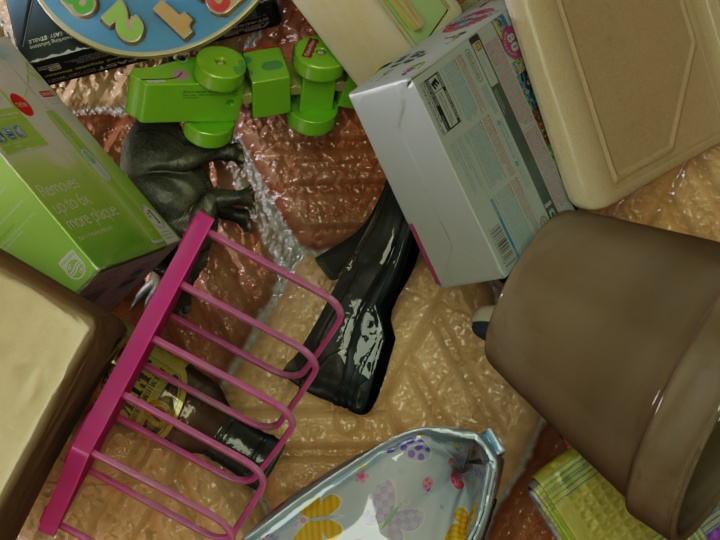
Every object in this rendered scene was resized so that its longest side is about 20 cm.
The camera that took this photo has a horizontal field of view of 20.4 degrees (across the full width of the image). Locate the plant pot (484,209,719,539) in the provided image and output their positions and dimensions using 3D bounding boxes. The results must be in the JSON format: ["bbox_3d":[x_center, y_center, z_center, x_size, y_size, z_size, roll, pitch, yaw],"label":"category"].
[{"bbox_3d":[0.184,0.049,1.320,0.173,0.200,0.201,30,86,19],"label":"plant pot"}]

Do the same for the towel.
[{"bbox_3d":[0.225,0.154,1.408,0.199,0.023,0.144,-35,94,-11],"label":"towel"}]

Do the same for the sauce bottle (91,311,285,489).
[{"bbox_3d":[-0.147,0.089,1.467,0.199,0.065,0.065,31,87,4],"label":"sauce bottle"}]

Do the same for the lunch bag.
[{"bbox_3d":[0.020,0.185,1.396,0.199,0.170,0.128,-37,84,-2],"label":"lunch bag"}]

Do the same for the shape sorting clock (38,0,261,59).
[{"bbox_3d":[-0.150,-0.250,1.444,0.198,0.039,0.202,-1,79,3],"label":"shape sorting clock"}]

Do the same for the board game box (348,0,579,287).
[{"bbox_3d":[0.097,-0.100,1.371,0.200,0.064,0.149,-39,109,-43],"label":"board game box"}]

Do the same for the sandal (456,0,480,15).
[{"bbox_3d":[0.163,-0.180,1.481,0.198,0.054,0.081,0,99,-3],"label":"sandal"}]

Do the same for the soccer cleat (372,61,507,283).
[{"bbox_3d":[0.076,-0.079,1.440,0.067,0.081,0.200,-21,119,38],"label":"soccer cleat"}]

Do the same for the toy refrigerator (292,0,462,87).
[{"bbox_3d":[-0.017,-0.231,1.408,0.200,0.070,0.076,52,46,-19],"label":"toy refrigerator"}]

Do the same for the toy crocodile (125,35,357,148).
[{"bbox_3d":[-0.074,-0.137,1.459,0.198,0.068,0.062,-7,46,-16],"label":"toy crocodile"}]

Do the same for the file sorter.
[{"bbox_3d":[-0.111,0.096,1.356,0.125,0.139,0.201,27,57,-3],"label":"file sorter"}]

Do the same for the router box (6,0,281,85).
[{"bbox_3d":[-0.172,-0.236,1.495,0.198,0.062,0.151,-15,78,1],"label":"router box"}]

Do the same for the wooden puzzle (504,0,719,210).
[{"bbox_3d":[0.186,-0.157,1.408,0.199,0.037,0.187,-26,101,-39],"label":"wooden puzzle"}]

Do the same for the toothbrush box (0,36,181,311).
[{"bbox_3d":[-0.240,-0.059,1.387,0.086,0.146,0.200,-44,84,18],"label":"toothbrush box"}]

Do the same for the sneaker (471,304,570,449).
[{"bbox_3d":[0.157,0.101,1.444,0.199,0.075,0.085,31,82,5],"label":"sneaker"}]

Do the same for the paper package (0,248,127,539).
[{"bbox_3d":[-0.277,0.068,1.256,0.199,0.103,0.192,28,85,6],"label":"paper package"}]

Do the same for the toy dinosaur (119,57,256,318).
[{"bbox_3d":[-0.136,-0.066,1.478,0.101,0.077,0.202,-11,88,-12],"label":"toy dinosaur"}]

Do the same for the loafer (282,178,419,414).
[{"bbox_3d":[0.000,0.000,1.467,0.072,0.073,0.202,16,84,9],"label":"loafer"}]
